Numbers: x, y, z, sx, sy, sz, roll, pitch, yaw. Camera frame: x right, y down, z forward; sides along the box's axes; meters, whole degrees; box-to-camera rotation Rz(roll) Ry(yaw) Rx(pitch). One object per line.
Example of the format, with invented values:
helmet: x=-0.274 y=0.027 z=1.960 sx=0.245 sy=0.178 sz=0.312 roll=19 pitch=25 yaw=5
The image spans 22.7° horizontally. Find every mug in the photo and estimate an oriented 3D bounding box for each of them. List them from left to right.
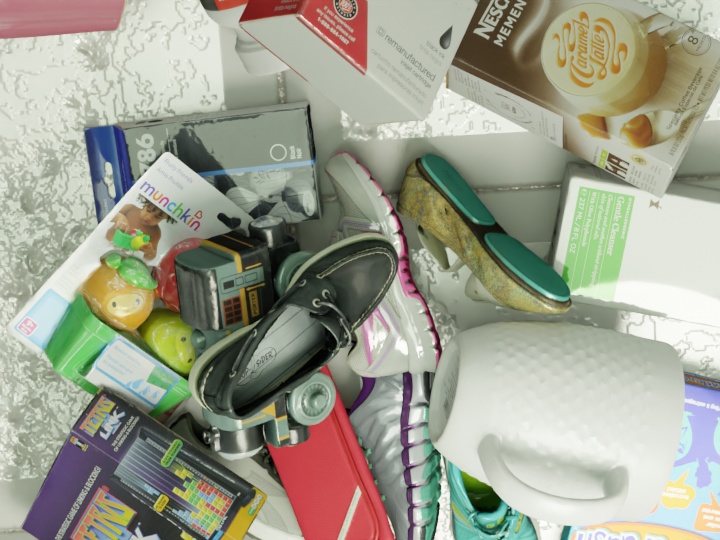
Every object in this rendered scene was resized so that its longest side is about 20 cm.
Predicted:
mug: x=0.150 y=0.126 z=1.408 sx=0.174 sy=0.200 sz=0.148 roll=12 pitch=123 yaw=-9

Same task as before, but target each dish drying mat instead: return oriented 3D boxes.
dish drying mat: x=-0.038 y=0.155 z=1.526 sx=0.077 sy=0.018 sz=0.201 roll=-27 pitch=73 yaw=15

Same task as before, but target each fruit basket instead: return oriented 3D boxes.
fruit basket: x=-0.163 y=0.026 z=1.490 sx=0.200 sy=0.094 sz=0.185 roll=-43 pitch=128 yaw=9

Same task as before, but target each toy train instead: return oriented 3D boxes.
toy train: x=-0.088 y=0.057 z=1.461 sx=0.114 sy=0.085 sz=0.201 roll=-17 pitch=113 yaw=-30

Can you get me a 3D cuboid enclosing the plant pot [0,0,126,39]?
plant pot: x=-0.272 y=-0.265 z=1.414 sx=0.178 sy=0.200 sz=0.201 roll=6 pitch=104 yaw=-14

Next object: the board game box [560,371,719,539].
board game box: x=0.264 y=0.187 z=1.551 sx=0.151 sy=0.045 sz=0.201 roll=12 pitch=104 yaw=0

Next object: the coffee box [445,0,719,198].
coffee box: x=0.179 y=-0.159 z=1.421 sx=0.199 sy=0.080 sz=0.115 roll=27 pitch=79 yaw=10

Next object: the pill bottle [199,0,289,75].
pill bottle: x=-0.089 y=-0.265 z=1.420 sx=0.115 sy=0.116 sz=0.201 roll=-22 pitch=113 yaw=8

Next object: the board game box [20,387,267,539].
board game box: x=-0.187 y=0.205 z=1.514 sx=0.165 sy=0.057 sz=0.200 roll=32 pitch=142 yaw=-2

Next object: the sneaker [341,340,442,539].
sneaker: x=0.023 y=0.154 z=1.552 sx=0.087 sy=0.074 sz=0.201 roll=0 pitch=92 yaw=13

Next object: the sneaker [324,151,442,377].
sneaker: x=0.000 y=0.000 z=1.485 sx=0.088 sy=0.081 sz=0.201 roll=-19 pitch=81 yaw=4

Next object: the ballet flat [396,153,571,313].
ballet flat: x=0.096 y=-0.014 z=1.465 sx=0.071 sy=0.071 sz=0.200 roll=-49 pitch=57 yaw=12

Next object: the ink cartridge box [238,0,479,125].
ink cartridge box: x=0.018 y=-0.235 z=1.380 sx=0.144 sy=0.084 sz=0.201 roll=36 pitch=69 yaw=-33

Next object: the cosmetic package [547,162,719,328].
cosmetic package: x=0.260 y=-0.018 z=1.484 sx=0.199 sy=0.085 sz=0.108 roll=9 pitch=102 yaw=2

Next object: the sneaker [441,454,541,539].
sneaker: x=0.109 y=0.210 z=1.541 sx=0.077 sy=0.080 sz=0.201 roll=-17 pitch=114 yaw=5

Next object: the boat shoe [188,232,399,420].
boat shoe: x=-0.042 y=0.047 z=1.398 sx=0.199 sy=0.066 sz=0.075 roll=-33 pitch=117 yaw=-12

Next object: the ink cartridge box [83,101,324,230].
ink cartridge box: x=-0.135 y=-0.082 z=1.515 sx=0.199 sy=0.039 sz=0.100 roll=-7 pitch=103 yaw=5

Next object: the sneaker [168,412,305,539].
sneaker: x=-0.086 y=0.188 z=1.558 sx=0.199 sy=0.074 sz=0.080 roll=22 pitch=98 yaw=-2
